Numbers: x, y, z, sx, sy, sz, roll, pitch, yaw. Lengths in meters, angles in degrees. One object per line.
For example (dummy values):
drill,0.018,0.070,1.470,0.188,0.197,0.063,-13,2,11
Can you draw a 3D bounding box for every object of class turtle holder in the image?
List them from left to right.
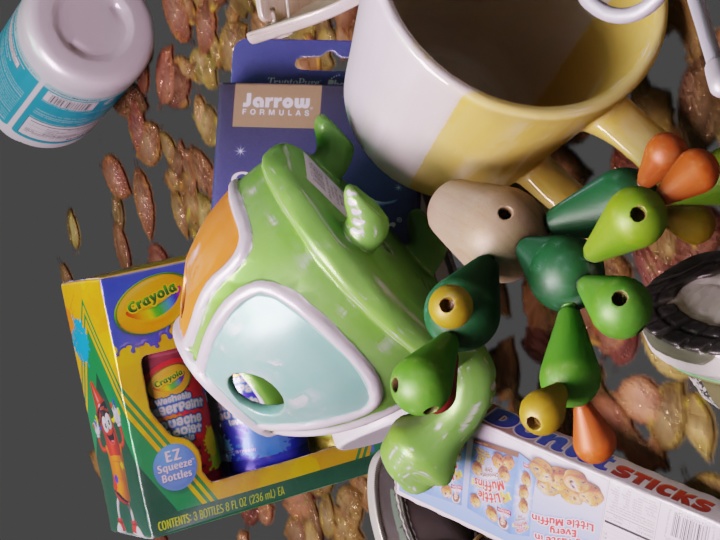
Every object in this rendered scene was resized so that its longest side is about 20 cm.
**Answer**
turtle holder,-0.013,0.024,0.902,0.132,0.185,0.141,-41,47,10

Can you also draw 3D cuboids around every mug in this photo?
mug,0.064,-0.094,0.876,0.153,0.149,0.187,123,135,-63

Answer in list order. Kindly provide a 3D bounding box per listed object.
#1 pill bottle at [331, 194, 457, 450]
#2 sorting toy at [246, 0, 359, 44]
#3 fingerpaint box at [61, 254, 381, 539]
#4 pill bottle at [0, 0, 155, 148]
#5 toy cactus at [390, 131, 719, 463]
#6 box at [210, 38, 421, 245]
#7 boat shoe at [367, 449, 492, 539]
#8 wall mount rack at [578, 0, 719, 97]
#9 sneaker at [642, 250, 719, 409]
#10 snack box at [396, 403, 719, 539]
pill bottle,0.000,0.000,1.049,0.113,0.113,0.200,-37,68,59
sorting toy,0.013,-0.240,0.958,0.180,0.107,0.201,-3,95,52
fingerpaint box,-0.076,0.067,1.122,0.073,0.200,0.167,-6,96,60
pill bottle,-0.252,-0.170,1.433,0.200,0.111,0.111,-30,75,60
toy cactus,0.089,-0.002,0.779,0.102,0.200,0.165,53,171,-31
box,-0.025,-0.039,0.985,0.032,0.121,0.201,56,-143,-78
boat shoe,0.069,0.195,1.055,0.061,0.072,0.202,-34,79,55
wall mount rack,0.145,-0.175,0.725,0.174,0.074,0.200,49,127,29
sneaker,0.213,0.061,0.767,0.200,0.077,0.089,36,162,49
snack box,0.106,0.124,0.929,0.200,0.024,0.072,21,123,31
